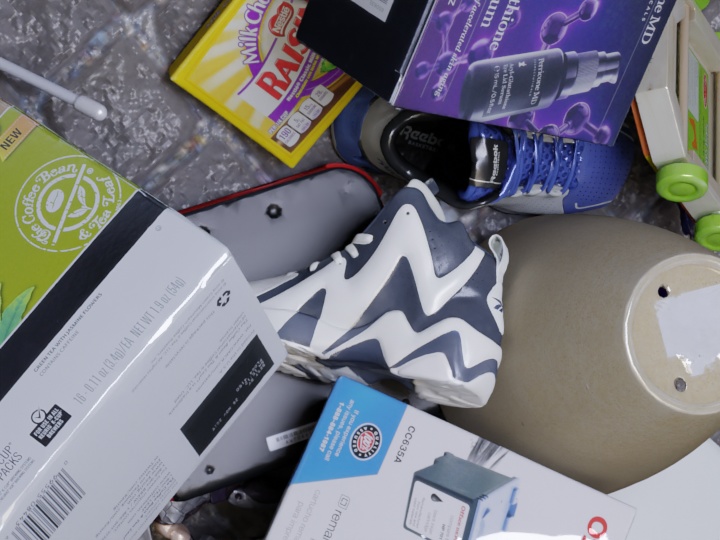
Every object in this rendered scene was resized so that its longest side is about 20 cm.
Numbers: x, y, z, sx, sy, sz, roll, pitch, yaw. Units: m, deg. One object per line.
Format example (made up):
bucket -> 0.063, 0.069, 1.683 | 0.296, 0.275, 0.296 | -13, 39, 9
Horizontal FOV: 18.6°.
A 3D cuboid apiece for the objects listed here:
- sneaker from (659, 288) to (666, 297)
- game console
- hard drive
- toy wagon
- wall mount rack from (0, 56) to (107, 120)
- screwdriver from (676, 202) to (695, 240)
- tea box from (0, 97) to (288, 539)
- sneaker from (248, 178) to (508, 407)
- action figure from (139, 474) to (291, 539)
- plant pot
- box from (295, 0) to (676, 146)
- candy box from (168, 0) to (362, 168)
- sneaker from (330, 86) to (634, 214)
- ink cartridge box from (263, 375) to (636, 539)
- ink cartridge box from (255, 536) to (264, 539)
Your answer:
sneaker -> 0.144, 0.015, 1.474 | 0.200, 0.070, 0.100 | -15, 102, -15
game console -> -0.059, 0.035, 1.404 | 0.199, 0.031, 0.177 | -18, 88, -13
hard drive -> 0.199, 0.164, 1.552 | 0.200, 0.026, 0.132 | 40, 90, -21
toy wagon -> 0.228, -0.090, 1.440 | 0.039, 0.156, 0.200 | -10, 148, 26
wall mount rack -> -0.215, -0.181, 1.310 | 0.173, 0.075, 0.200 | 20, 98, -21
screwdriver -> 0.224, -0.008, 1.476 | 0.028, 0.029, 0.201 | -7, 84, -5
tea box -> -0.185, 0.046, 1.223 | 0.200, 0.197, 0.134 | -51, 152, -15
sneaker -> 0.000, 0.000, 1.347 | 0.079, 0.199, 0.130 | 49, 55, -60
action figure -> -0.080, 0.132, 1.437 | 0.199, 0.069, 0.131 | -8, 111, -12
plant pot -> 0.162, 0.045, 1.342 | 0.187, 0.200, 0.188 | 2, 83, -17
box -> 0.084, -0.170, 1.313 | 0.200, 0.104, 0.148 | 5, 113, -42
candy box -> -0.020, -0.169, 1.376 | 0.102, 0.026, 0.200 | 36, 105, -17
sneaker -> 0.087, -0.069, 1.409 | 0.199, 0.115, 0.081 | 9, 102, -19
ink cartridge box -> 0.046, 0.173, 1.333 | 0.200, 0.086, 0.147 | 23, 73, 2
ink cartridge box -> 0.001, 0.250, 1.449 | 0.200, 0.145, 0.148 | -21, 108, -11
